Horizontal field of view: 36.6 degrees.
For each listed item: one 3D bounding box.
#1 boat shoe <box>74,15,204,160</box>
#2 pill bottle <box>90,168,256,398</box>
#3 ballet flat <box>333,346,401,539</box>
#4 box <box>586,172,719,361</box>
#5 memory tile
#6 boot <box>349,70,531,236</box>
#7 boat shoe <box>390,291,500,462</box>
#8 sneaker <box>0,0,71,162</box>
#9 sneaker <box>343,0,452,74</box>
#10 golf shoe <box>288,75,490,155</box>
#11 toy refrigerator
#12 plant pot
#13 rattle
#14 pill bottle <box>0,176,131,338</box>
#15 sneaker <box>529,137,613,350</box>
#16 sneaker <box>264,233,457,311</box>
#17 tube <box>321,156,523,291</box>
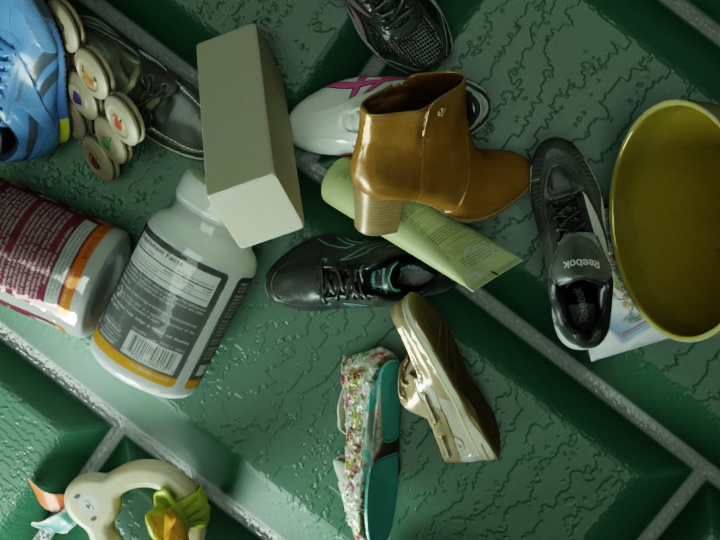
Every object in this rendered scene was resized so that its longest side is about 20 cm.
[{"bbox_3d":[-0.218,-0.176,1.059,0.200,0.066,0.072,39,100,1],"label":"boat shoe"},{"bbox_3d":[-0.170,0.012,1.053,0.116,0.116,0.201,28,99,2],"label":"pill bottle"},{"bbox_3d":[0.005,0.174,1.088,0.063,0.075,0.202,7,94,36],"label":"ballet flat"},{"bbox_3d":[0.294,-0.009,1.039,0.198,0.038,0.138,-17,94,8],"label":"box"},{"bbox_3d":[-0.277,-0.187,1.033,0.017,0.153,0.201,-34,92,-30],"label":"memory tile"},{"bbox_3d":[0.083,-0.111,0.952,0.200,0.071,0.145,-18,140,-25],"label":"boot"},{"bbox_3d":[0.069,0.112,1.042,0.069,0.074,0.201,-20,116,18],"label":"boat shoe"},{"bbox_3d":[-0.320,-0.179,1.012,0.078,0.201,0.066,-31,60,-30],"label":"sneaker"},{"bbox_3d":[0.006,-0.267,1.013,0.080,0.086,0.200,-41,92,11],"label":"sneaker"},{"bbox_3d":[0.022,-0.150,1.024,0.198,0.092,0.073,-7,97,8],"label":"golf shoe"},{"bbox_3d":[-0.105,-0.124,0.989,0.069,0.076,0.201,-18,51,8],"label":"toy refrigerator"},{"bbox_3d":[0.326,-0.047,0.932,0.141,0.200,0.202,-5,97,-20],"label":"plant pot"},{"bbox_3d":[-0.258,0.262,1.087,0.198,0.143,0.131,14,117,-2],"label":"rattle"},{"bbox_3d":[-0.337,-0.024,1.067,0.199,0.114,0.115,24,99,2],"label":"pill bottle"},{"bbox_3d":[0.195,-0.021,0.983,0.066,0.091,0.202,-9,95,7],"label":"sneaker"},{"bbox_3d":[0.000,0.000,1.052,0.198,0.079,0.076,-9,96,9],"label":"sneaker"},{"bbox_3d":[0.049,-0.041,1.011,0.199,0.052,0.058,32,82,29],"label":"tube"}]
